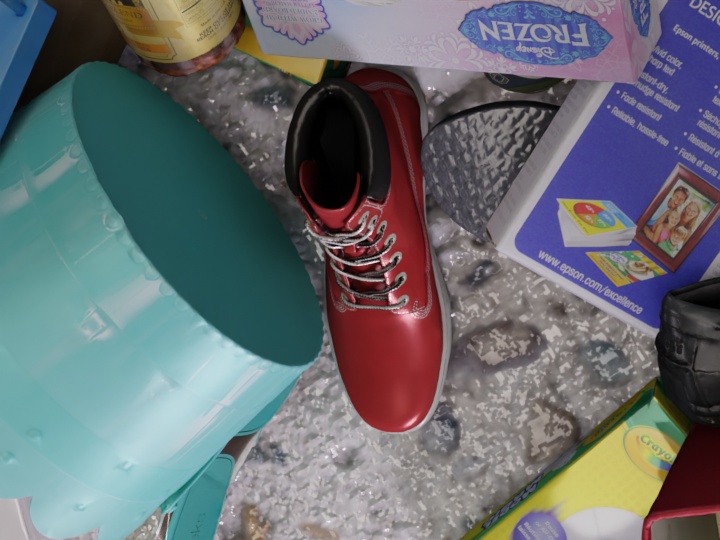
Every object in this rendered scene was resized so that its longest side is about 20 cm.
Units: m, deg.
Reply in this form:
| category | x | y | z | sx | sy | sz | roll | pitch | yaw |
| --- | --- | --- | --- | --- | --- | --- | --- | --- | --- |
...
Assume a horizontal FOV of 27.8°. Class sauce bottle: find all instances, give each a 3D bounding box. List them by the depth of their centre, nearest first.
| category | x | y | z | sx | sy | sz | roll | pitch | yaw |
| --- | --- | --- | --- | --- | --- | --- | --- | --- | --- |
| sauce bottle | -0.107 | -0.168 | 0.644 | 0.065 | 0.200 | 0.066 | -7 | 58 | 12 |

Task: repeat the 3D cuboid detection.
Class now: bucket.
| category | x | y | z | sx | sy | sz | roll | pitch | yaw |
| --- | --- | --- | --- | --- | --- | --- | --- | --- | --- |
| bucket | -0.122 | 0.010 | 0.699 | 0.134 | 0.207 | 0.208 | -36 | 90 | 16 |

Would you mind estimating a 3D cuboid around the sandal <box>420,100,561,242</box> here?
| category | x | y | z | sx | sy | sz | roll | pitch | yaw |
| --- | --- | --- | --- | --- | --- | --- | --- | --- | --- |
| sandal | 0.130 | -0.052 | 0.759 | 0.198 | 0.043 | 0.077 | 0 | 105 | 3 |

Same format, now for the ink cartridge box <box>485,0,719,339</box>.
| category | x | y | z | sx | sy | sz | roll | pitch | yaw |
| --- | --- | --- | --- | --- | --- | --- | --- | --- | --- |
| ink cartridge box | 0.193 | -0.052 | 0.705 | 0.197 | 0.047 | 0.201 | 29 | 104 | -16 |

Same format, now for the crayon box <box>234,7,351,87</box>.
| category | x | y | z | sx | sy | sz | roll | pitch | yaw |
| --- | --- | --- | --- | --- | --- | --- | --- | --- | --- |
| crayon box | -0.032 | -0.211 | 0.761 | 0.118 | 0.058 | 0.201 | 25 | 105 | 9 |

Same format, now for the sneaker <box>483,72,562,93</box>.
| category | x | y | z | sx | sy | sz | roll | pitch | yaw |
| --- | --- | --- | --- | --- | --- | --- | --- | --- | --- |
| sneaker | 0.134 | -0.160 | 0.711 | 0.200 | 0.090 | 0.067 | -44 | 87 | 17 |

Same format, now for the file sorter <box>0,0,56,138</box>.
| category | x | y | z | sx | sy | sz | roll | pitch | yaw |
| --- | --- | --- | --- | --- | --- | --- | --- | --- | --- |
| file sorter | -0.251 | -0.056 | 0.613 | 0.138 | 0.123 | 0.201 | 10 | 73 | 36 |

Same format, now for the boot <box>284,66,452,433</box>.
| category | x | y | z | sx | sy | sz | roll | pitch | yaw |
| --- | --- | --- | --- | --- | --- | --- | --- | --- | --- |
| boot | 0.000 | 0.000 | 0.746 | 0.072 | 0.144 | 0.202 | -2 | 101 | 13 |

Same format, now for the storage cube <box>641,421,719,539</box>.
| category | x | y | z | sx | sy | sz | roll | pitch | yaw |
| --- | --- | --- | --- | --- | --- | --- | --- | --- | --- |
| storage cube | 0.234 | 0.152 | 0.639 | 0.198 | 0.180 | 0.172 | -8 | 97 | 23 |

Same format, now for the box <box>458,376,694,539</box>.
| category | x | y | z | sx | sy | sz | roll | pitch | yaw |
| --- | --- | --- | --- | --- | --- | --- | --- | --- | --- |
| box | 0.143 | 0.150 | 0.787 | 0.200 | 0.048 | 0.117 | -43 | 88 | 15 |

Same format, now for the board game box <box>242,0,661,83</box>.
| category | x | y | z | sx | sy | sz | roll | pitch | yaw |
| --- | --- | --- | --- | --- | --- | --- | --- | --- | --- |
| board game box | 0.018 | -0.176 | 0.621 | 0.199 | 0.041 | 0.200 | 9 | 139 | 30 |

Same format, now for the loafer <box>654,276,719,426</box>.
| category | x | y | z | sx | sy | sz | roll | pitch | yaw |
| --- | --- | --- | --- | --- | --- | --- | --- | --- | --- |
| loafer | 0.235 | 0.017 | 0.677 | 0.199 | 0.068 | 0.071 | -13 | 118 | -2 |

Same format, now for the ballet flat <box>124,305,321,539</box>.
| category | x | y | z | sx | sy | sz | roll | pitch | yaw |
| --- | --- | --- | --- | --- | --- | --- | --- | --- | --- |
| ballet flat | -0.093 | 0.086 | 0.829 | 0.071 | 0.072 | 0.201 | 29 | 104 | 8 |

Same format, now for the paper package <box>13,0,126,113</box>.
| category | x | y | z | sx | sy | sz | roll | pitch | yaw |
| --- | --- | --- | --- | --- | --- | --- | --- | --- | --- |
| paper package | -0.189 | -0.203 | 0.749 | 0.190 | 0.103 | 0.201 | 42 | 112 | 28 |

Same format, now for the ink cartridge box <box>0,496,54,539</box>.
| category | x | y | z | sx | sy | sz | roll | pitch | yaw |
| --- | --- | --- | --- | --- | --- | --- | --- | --- | --- |
| ink cartridge box | -0.210 | 0.054 | 0.823 | 0.067 | 0.117 | 0.202 | -12 | 95 | 18 |
